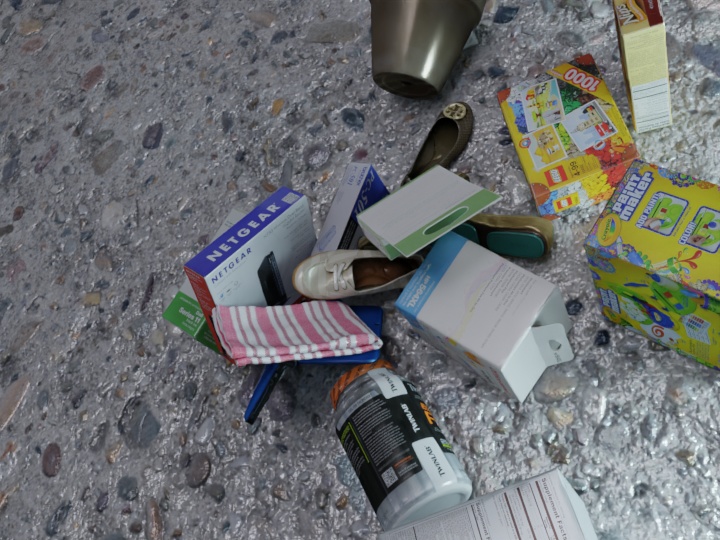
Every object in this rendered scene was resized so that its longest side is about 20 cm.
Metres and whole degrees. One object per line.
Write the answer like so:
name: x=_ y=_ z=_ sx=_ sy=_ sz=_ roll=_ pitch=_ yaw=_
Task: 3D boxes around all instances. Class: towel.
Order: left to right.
towel: x=-0.084 y=0.074 z=0.922 sx=0.197 sy=0.030 sz=0.146 roll=-4 pitch=19 yaw=-21

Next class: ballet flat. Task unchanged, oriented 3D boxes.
ballet flat: x=0.119 y=-0.190 z=1.130 sx=0.067 sy=0.046 sz=0.202 roll=24 pitch=76 yaw=33
ballet flat: x=0.183 y=-0.055 z=1.027 sx=0.197 sy=0.069 sz=0.063 roll=10 pitch=40 yaw=27

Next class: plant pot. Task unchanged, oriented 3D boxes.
plant pot: x=0.096 y=-0.387 z=1.178 sx=0.197 sy=0.199 sz=0.177 roll=10 pitch=85 yaw=30

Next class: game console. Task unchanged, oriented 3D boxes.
game console: x=-0.060 y=0.126 z=0.993 sx=0.117 sy=0.200 sz=0.172 roll=29 pitch=107 yaw=-5

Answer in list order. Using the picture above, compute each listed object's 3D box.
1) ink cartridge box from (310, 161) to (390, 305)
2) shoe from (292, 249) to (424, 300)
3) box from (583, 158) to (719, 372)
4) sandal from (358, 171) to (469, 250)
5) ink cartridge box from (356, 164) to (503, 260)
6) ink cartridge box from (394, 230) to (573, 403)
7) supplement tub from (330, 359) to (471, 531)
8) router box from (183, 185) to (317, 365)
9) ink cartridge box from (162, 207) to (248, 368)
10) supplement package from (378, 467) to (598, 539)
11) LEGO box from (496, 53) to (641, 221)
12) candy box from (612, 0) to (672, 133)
ink cartridge box: x=-0.017 y=-0.056 z=1.096 sx=0.044 sy=0.094 sz=0.203 roll=10 pitch=69 yaw=30
shoe: x=0.000 y=0.000 z=1.013 sx=0.197 sy=0.053 sz=0.071 roll=-6 pitch=83 yaw=-22
box: x=0.375 y=0.005 z=0.803 sx=0.191 sy=0.200 sz=0.123 roll=28 pitch=78 yaw=34
sandal: x=0.076 y=-0.091 z=1.077 sx=0.199 sy=0.080 sz=0.054 roll=-37 pitch=67 yaw=-3
ink cartridge box: x=0.090 y=-0.067 z=0.936 sx=0.144 sy=0.048 sz=0.200 roll=-32 pitch=28 yaw=-6
ink cartridge box: x=0.169 y=0.064 z=0.917 sx=0.199 sy=0.129 sz=0.126 roll=31 pitch=80 yaw=36
supplement tub: x=0.043 y=0.221 z=0.900 sx=0.122 sy=0.123 sz=0.201 roll=-35 pitch=55 yaw=5
router box: x=-0.143 y=0.009 z=1.034 sx=0.048 sy=0.181 sz=0.200 roll=24 pitch=54 yaw=34
ink cartridge box: x=-0.189 y=0.028 z=1.104 sx=0.082 sy=0.147 sz=0.202 roll=24 pitch=77 yaw=32
supplement package: x=0.155 y=0.328 z=0.744 sx=0.198 sy=0.191 sz=0.149 roll=-24 pitch=56 yaw=13
LEGO box: x=0.296 y=-0.190 z=1.022 sx=0.147 sy=0.077 sz=0.203 roll=-21 pitch=57 yaw=15
candy box: x=0.379 y=-0.295 z=0.961 sx=0.054 sy=0.200 sz=0.117 roll=-11 pitch=59 yaw=22
